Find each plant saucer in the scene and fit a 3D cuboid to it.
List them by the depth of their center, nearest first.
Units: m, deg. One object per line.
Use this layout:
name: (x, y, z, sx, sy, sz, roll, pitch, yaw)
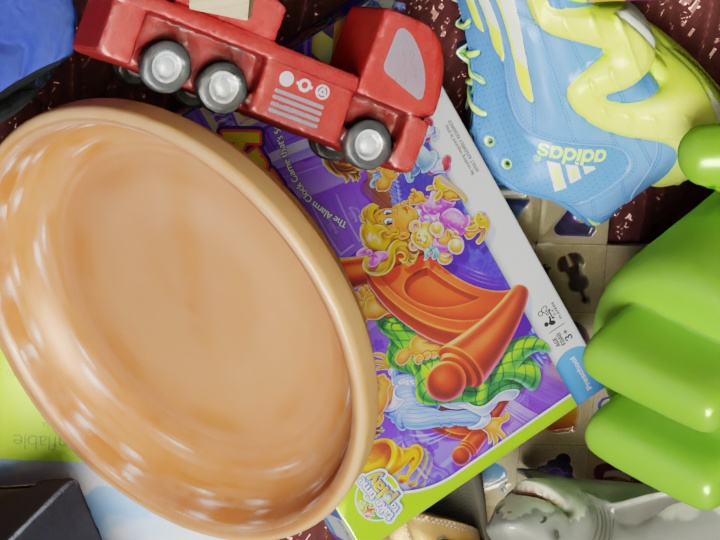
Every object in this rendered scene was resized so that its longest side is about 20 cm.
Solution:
plant saucer: (-0.072, 0.018, 0.942, 0.200, 0.037, 0.201, 21, 129, 28)

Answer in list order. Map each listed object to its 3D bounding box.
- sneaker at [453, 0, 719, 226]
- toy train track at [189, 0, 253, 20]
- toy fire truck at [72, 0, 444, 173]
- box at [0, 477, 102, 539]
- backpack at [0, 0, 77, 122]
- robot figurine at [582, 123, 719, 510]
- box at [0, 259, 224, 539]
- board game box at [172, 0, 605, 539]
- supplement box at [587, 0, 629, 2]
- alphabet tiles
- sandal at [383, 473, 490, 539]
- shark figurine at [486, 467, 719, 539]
sneaker: (0.068, -0.093, 0.990, 0.105, 0.076, 0.200, -43, 108, 11)
toy train track: (-0.036, -0.192, 0.849, 0.114, 0.033, 0.201, 12, 103, 3)
toy fire truck: (-0.046, -0.132, 0.916, 0.199, 0.049, 0.142, 20, 91, -21)
box: (-0.193, 0.207, 1.013, 0.196, 0.117, 0.201, -7, 113, 32)
backpack: (-0.206, -0.117, 0.888, 0.162, 0.200, 0.169, 5, 111, 29)
robot figurine: (0.180, 0.018, 0.992, 0.200, 0.115, 0.176, -37, 135, -33)
box: (-0.110, 0.083, 1.053, 0.121, 0.048, 0.201, 2, 109, -5)
board game box: (0.000, 0.000, 0.998, 0.134, 0.045, 0.200, -33, 102, -13)
supplement box: (0.191, -0.180, 0.910, 0.199, 0.131, 0.104, -2, 70, -14)
alphabet tiles: (0.060, 0.049, 1.078, 0.166, 0.006, 0.201, 1, 110, -6)
sandal: (0.023, 0.139, 1.072, 0.081, 0.055, 0.201, -10, 118, 1)
shark figurine: (0.146, 0.136, 1.042, 0.213, 0.128, 0.090, 5, 89, -13)
